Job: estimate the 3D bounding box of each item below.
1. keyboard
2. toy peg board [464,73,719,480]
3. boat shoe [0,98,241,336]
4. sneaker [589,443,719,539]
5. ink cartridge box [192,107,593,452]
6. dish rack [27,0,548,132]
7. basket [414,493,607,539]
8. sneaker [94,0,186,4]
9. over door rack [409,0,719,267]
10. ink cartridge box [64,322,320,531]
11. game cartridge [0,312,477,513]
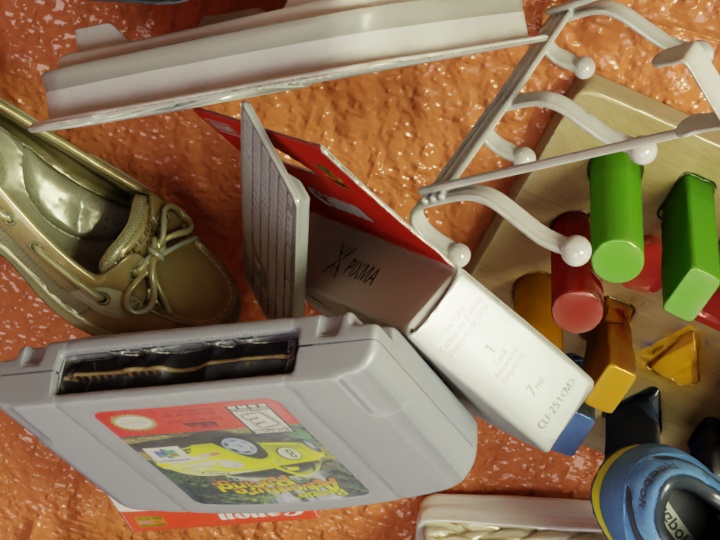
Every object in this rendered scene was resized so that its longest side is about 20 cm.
[{"bbox_3d":[-0.043,-0.014,1.019,0.011,0.056,0.200,-30,162,-14],"label":"keyboard"},{"bbox_3d":[0.154,0.038,1.065,0.199,0.098,0.200,23,124,-10],"label":"toy peg board"},{"bbox_3d":[-0.140,-0.027,1.055,0.200,0.073,0.063,37,148,-12],"label":"boat shoe"},{"bbox_3d":[0.196,0.166,1.052,0.200,0.078,0.066,45,80,-13],"label":"sneaker"},{"bbox_3d":[0.000,0.000,0.998,0.173,0.200,0.044,39,84,-22],"label":"ink cartridge box"},{"bbox_3d":[-0.034,-0.101,0.937,0.199,0.171,0.044,-6,95,33],"label":"dish rack"},{"bbox_3d":[0.126,0.217,1.178,0.198,0.124,0.136,2,127,3],"label":"basket"},{"bbox_3d":[-0.126,-0.175,0.889,0.201,0.146,0.077,26,109,10],"label":"sneaker"},{"bbox_3d":[0.121,-0.079,0.909,0.067,0.148,0.200,44,145,-13],"label":"over door rack"},{"bbox_3d":[-0.078,0.100,1.118,0.108,0.051,0.201,-5,147,9],"label":"ink cartridge box"},{"bbox_3d":[-0.054,0.070,0.969,0.198,0.041,0.133,-7,152,26],"label":"game cartridge"}]
